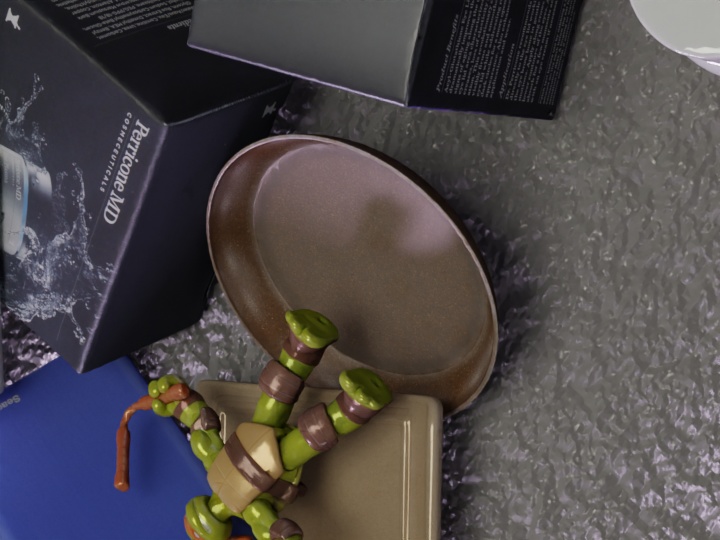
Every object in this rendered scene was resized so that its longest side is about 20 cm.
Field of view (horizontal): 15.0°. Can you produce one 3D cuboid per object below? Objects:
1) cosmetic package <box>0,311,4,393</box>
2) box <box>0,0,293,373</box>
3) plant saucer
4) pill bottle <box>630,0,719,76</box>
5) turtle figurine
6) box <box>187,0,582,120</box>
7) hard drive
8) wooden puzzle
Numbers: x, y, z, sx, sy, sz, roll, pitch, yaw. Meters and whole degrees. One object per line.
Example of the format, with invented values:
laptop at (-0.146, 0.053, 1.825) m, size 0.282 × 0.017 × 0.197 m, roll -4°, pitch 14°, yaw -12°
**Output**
cosmetic package at (-0.342, 0.000, 1.658) m, size 0.199 × 0.165 × 0.166 m, roll 19°, pitch 120°, yaw 35°
box at (-0.172, -0.083, 1.671) m, size 0.200 × 0.117 × 0.198 m, roll 40°, pitch 128°, yaw 22°
plant saucer at (0.000, 0.000, 1.608) m, size 0.199 × 0.032 × 0.201 m, roll 22°, pitch 134°, yaw 24°
pill bottle at (0.220, -0.153, 1.426) m, size 0.113 × 0.200 × 0.115 m, roll 1°, pitch 92°, yaw 30°
turtle figurine at (-0.052, 0.115, 1.610) m, size 0.161 × 0.064 × 0.200 m, roll -49°, pitch 52°, yaw 17°
box at (0.020, -0.154, 1.541) m, size 0.147 × 0.200 × 0.105 m, roll 18°, pitch 99°, yaw 28°
hard drive at (-0.159, 0.143, 1.680) m, size 0.131 × 0.025 × 0.200 m, roll -30°, pitch 60°, yaw -15°
wooden puzzle at (-0.024, 0.164, 1.664) m, size 0.199 × 0.037 × 0.187 m, roll 3°, pitch 93°, yaw 39°
